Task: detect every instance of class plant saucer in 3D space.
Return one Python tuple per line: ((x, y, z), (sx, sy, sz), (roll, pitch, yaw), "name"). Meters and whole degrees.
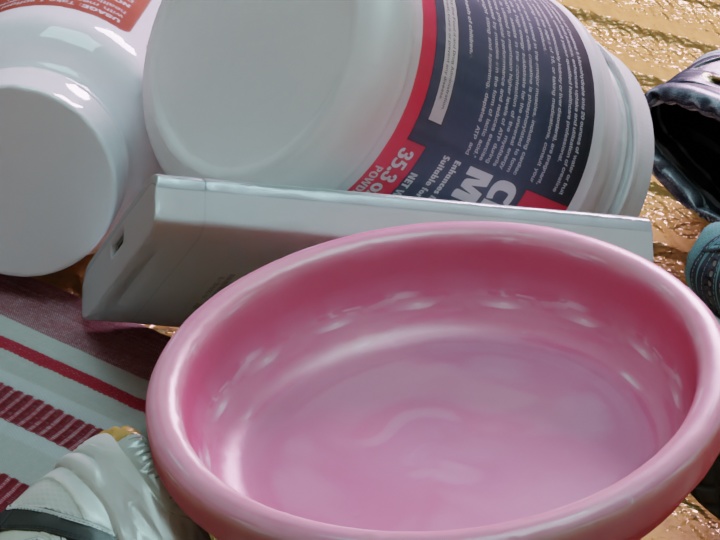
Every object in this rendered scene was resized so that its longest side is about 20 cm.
((0.028, 0.054, 1.007), (0.200, 0.051, 0.201), (-5, 32, 3), "plant saucer")

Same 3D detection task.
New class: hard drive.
((0.000, 0.000, 1.177), (0.199, 0.132, 0.027), (5, 71, -16), "hard drive")

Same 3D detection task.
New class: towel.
((-0.162, 0.057, 1.152), (0.144, 0.023, 0.200), (22, 32, 22), "towel")

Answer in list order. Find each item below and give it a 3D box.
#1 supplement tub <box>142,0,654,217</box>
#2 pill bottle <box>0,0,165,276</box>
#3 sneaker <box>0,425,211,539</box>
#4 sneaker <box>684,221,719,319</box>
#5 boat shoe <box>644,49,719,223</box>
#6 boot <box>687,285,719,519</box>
((0.019, -0.067, 1.242), (0.200, 0.141, 0.140), (20, 13, -47), "supplement tub")
((-0.127, -0.073, 1.288), (0.112, 0.113, 0.200), (11, 23, 4), "pill bottle")
((-0.064, 0.145, 0.987), (0.088, 0.076, 0.200), (-32, 51, -11), "sneaker")
((0.211, -0.010, 1.207), (0.086, 0.078, 0.200), (26, 23, 38), "sneaker")
((0.215, -0.028, 1.337), (0.200, 0.071, 0.091), (33, 29, 18), "boat shoe")
((0.170, 0.047, 1.236), (0.200, 0.068, 0.131), (-6, 27, -40), "boot")
